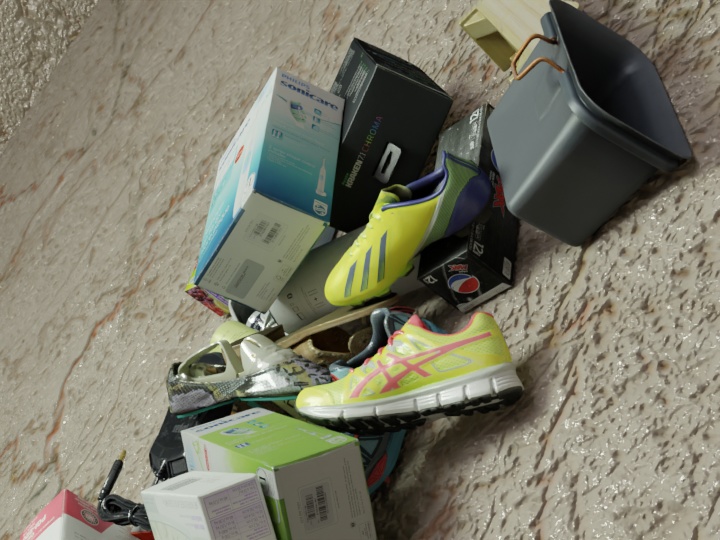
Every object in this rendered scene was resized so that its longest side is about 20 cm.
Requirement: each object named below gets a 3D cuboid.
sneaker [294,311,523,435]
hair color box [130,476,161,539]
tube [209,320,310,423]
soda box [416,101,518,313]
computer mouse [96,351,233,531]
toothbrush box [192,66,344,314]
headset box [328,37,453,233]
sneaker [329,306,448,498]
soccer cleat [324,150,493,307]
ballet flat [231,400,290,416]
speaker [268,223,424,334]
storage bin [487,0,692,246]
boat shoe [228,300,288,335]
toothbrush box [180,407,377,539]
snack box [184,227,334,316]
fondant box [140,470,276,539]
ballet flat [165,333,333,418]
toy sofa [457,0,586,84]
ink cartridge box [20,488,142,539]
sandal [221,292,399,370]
[{"bbox_3d":[0.037,0.086,1.212,0.199,0.078,0.091,-12,73,13],"label":"sneaker"},{"bbox_3d":[-0.147,0.232,1.443,0.200,0.061,0.102,-17,44,52],"label":"hair color box"},{"bbox_3d":[-0.073,0.107,1.436,0.052,0.058,0.199,-23,36,-38],"label":"tube"},{"bbox_3d":[0.109,-0.062,1.360,0.071,0.063,0.201,-31,34,39],"label":"soda box"},{"bbox_3d":[-0.195,0.182,1.459,0.140,0.046,0.201,-9,52,44],"label":"computer mouse"},{"bbox_3d":[-0.090,-0.082,1.429,0.147,0.085,0.201,-53,20,40],"label":"toothbrush box"},{"bbox_3d":[0.009,-0.138,1.506,0.200,0.092,0.175,-116,49,-72],"label":"headset box"},{"bbox_3d":[-0.002,0.122,1.292,0.201,0.095,0.079,-60,26,-12],"label":"sneaker"},{"bbox_3d":[0.031,-0.040,1.291,0.200,0.084,0.065,-36,31,28],"label":"soccer cleat"},{"bbox_3d":[-0.148,0.140,1.539,0.200,0.072,0.068,6,67,61],"label":"ballet flat"},{"bbox_3d":[0.000,0.000,1.423,0.199,0.081,0.082,-25,38,35],"label":"speaker"},{"bbox_3d":[0.181,-0.127,1.251,0.135,0.145,0.200,-52,24,28],"label":"storage bin"},{"bbox_3d":[-0.096,0.072,1.537,0.074,0.065,0.200,-56,28,-3],"label":"boat shoe"},{"bbox_3d":[-0.070,0.211,1.233,0.200,0.086,0.147,8,110,62],"label":"toothbrush box"},{"bbox_3d":[-0.108,-0.050,1.702,0.199,0.068,0.169,-21,41,46],"label":"snack box"},{"bbox_3d":[-0.109,0.271,1.182,0.058,0.201,0.144,-19,2,-28],"label":"fondant box"},{"bbox_3d":[-0.112,0.097,1.349,0.199,0.072,0.072,-12,47,36],"label":"ballet flat"},{"bbox_3d":[0.180,-0.228,1.416,0.098,0.083,0.200,-44,28,10],"label":"toy sofa"},{"bbox_3d":[-0.270,0.341,1.422,0.085,0.145,0.200,-44,27,17],"label":"ink cartridge box"},{"bbox_3d":[-0.038,0.080,1.379,0.211,0.070,0.078,-17,6,32],"label":"sandal"}]
